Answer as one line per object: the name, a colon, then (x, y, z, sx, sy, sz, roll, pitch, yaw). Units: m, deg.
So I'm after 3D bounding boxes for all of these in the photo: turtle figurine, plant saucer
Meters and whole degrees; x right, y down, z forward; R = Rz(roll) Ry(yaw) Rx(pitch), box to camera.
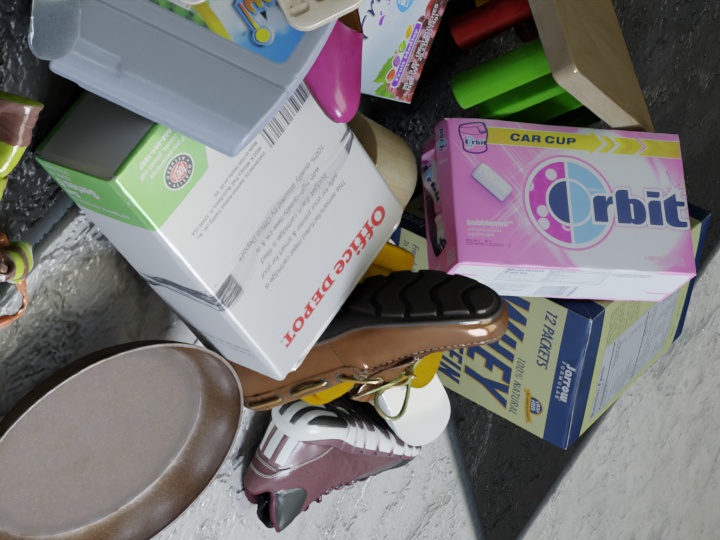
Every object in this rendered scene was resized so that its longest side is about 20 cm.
turtle figurine: (-0.222, -0.013, 0.893, 0.200, 0.064, 0.162, -10, 122, -58)
plant saucer: (-0.167, 0.117, 1.087, 0.200, 0.032, 0.201, -27, 142, -24)

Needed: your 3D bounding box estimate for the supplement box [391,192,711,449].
supplement box: (0.149, 0.008, 1.414, 0.200, 0.199, 0.135, -36, 143, -43)

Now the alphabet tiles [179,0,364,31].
alphabet tiles: (-0.035, -0.235, 0.900, 0.195, 0.201, 0.015, -26, -177, 1)

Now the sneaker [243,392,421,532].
sneaker: (-0.035, 0.160, 1.379, 0.116, 0.076, 0.200, -57, 148, 8)

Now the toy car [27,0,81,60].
toy car: (-0.140, -0.186, 0.818, 0.164, 0.158, 0.201, -2, 127, -55)

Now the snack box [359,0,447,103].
snack box: (0.006, -0.221, 1.114, 0.168, 0.067, 0.201, 4, 108, -61)

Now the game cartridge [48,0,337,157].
game cartridge: (-0.071, -0.172, 0.937, 0.201, 0.133, 0.040, -67, -170, -10)

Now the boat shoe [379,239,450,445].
boat shoe: (0.015, 0.046, 1.350, 0.072, 0.068, 0.201, -35, 119, -14)

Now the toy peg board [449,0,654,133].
toy peg board: (0.123, -0.193, 1.277, 0.200, 0.097, 0.200, 21, 50, -63)

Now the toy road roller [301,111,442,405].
toy road roller: (0.000, 0.000, 1.201, 0.201, 0.146, 0.123, -66, 156, 3)

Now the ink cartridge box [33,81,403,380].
ink cartridge box: (-0.079, -0.053, 1.036, 0.146, 0.084, 0.200, -54, 135, -19)

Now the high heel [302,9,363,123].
high heel: (-0.004, -0.191, 0.989, 0.067, 0.096, 0.201, -2, 78, -67)

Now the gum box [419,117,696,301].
gum box: (0.140, -0.043, 1.261, 0.066, 0.199, 0.114, 130, -40, -64)

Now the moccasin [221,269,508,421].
moccasin: (0.002, 0.053, 1.101, 0.074, 0.200, 0.078, -70, 141, -61)
